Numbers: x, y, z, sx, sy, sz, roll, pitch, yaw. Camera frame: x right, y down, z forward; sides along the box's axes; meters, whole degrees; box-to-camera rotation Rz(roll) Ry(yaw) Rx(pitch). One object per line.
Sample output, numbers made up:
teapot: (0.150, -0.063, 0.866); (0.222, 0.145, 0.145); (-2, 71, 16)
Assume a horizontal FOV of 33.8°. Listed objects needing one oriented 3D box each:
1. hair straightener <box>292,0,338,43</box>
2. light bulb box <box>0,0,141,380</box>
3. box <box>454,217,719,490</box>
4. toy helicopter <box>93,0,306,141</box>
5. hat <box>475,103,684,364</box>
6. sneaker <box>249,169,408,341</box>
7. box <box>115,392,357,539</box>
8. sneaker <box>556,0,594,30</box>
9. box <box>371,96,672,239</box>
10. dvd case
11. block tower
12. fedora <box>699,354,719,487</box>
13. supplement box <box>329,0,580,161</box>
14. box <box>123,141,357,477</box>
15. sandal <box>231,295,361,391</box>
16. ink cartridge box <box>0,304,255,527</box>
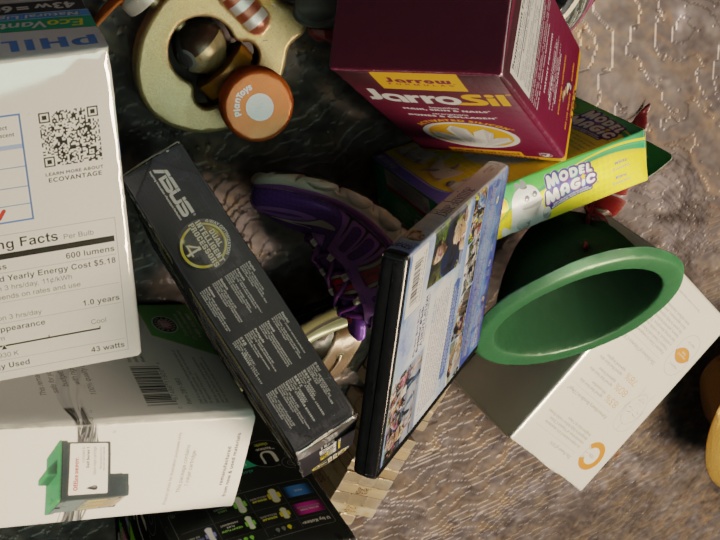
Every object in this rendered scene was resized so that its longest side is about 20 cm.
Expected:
hair straightener: (-0.011, -0.245, 0.724); (0.077, 0.041, 0.201); (11, 90, -75)
light bulb box: (-0.241, -0.045, 0.693); (0.197, 0.125, 0.201); (-10, 121, -18)
box: (0.202, 0.071, 1.042); (0.200, 0.097, 0.124); (-49, 129, 3)
toy helicopter: (-0.091, -0.186, 0.743); (0.132, 0.079, 0.201); (14, 105, -21)
hat: (0.148, -0.039, 0.933); (0.165, 0.177, 0.200); (-36, 150, 31)
sneaker: (0.000, 0.000, 0.840); (0.200, 0.081, 0.084); (37, 80, -20)
box: (-0.100, 0.208, 0.882); (0.124, 0.200, 0.149); (-11, 122, -24)
sneaker: (0.160, -0.262, 0.847); (0.075, 0.081, 0.201); (0, 121, -62)
box: (0.123, -0.081, 0.894); (0.199, 0.117, 0.049); (-20, 121, -19)
dvd case: (0.048, 0.024, 0.745); (0.200, 0.017, 0.143); (-41, 142, -60)
block tower: (0.021, 0.115, 0.992); (0.054, 0.058, 0.200); (20, 108, -36)
fedora: (0.402, 0.130, 1.201); (0.200, 0.082, 0.201); (-18, 128, -25)
supplement box: (0.069, -0.138, 0.769); (0.200, 0.110, 0.086); (24, 73, -68)
box: (-0.075, 0.033, 0.762); (0.049, 0.200, 0.161); (-32, 168, -8)
sandal: (-0.024, 0.053, 0.906); (0.200, 0.080, 0.058); (-27, 101, -15)
ink cartridge box: (-0.193, 0.092, 0.797); (0.199, 0.146, 0.085); (0, 119, -29)
